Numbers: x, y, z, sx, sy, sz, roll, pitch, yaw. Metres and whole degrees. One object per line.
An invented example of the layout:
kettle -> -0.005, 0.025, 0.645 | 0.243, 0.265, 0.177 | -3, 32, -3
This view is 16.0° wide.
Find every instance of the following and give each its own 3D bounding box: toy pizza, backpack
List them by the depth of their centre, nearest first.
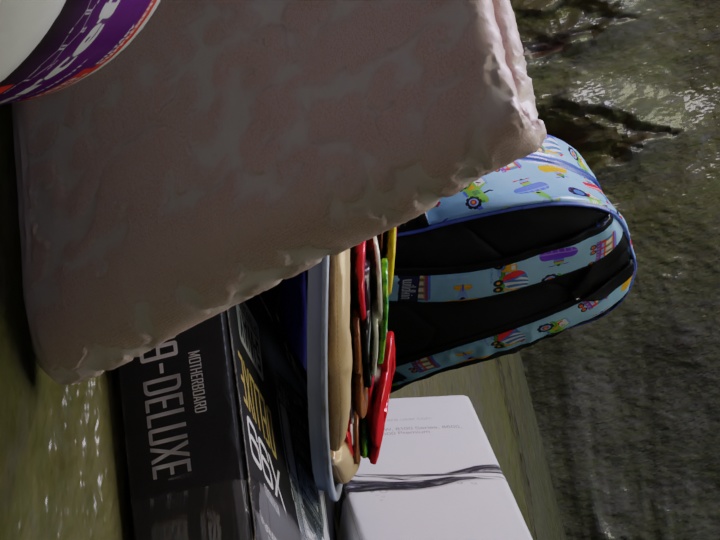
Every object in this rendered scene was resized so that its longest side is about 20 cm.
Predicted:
toy pizza -> 0.000, 0.000, 1.109 | 0.200, 0.032, 0.201 | 2, 90, -87
backpack -> 0.062, -0.025, 1.563 | 0.183, 0.199, 0.135 | 65, 14, -58

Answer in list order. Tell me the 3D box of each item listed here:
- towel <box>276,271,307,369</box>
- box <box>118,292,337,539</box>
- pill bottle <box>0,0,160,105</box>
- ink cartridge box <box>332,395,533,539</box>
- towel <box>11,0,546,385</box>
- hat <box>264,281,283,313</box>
towel -> -0.026, -0.007, 1.320 | 0.200, 0.049, 0.148 | -108, -159, -66
box -> -0.051, 0.085, 1.065 | 0.200, 0.050, 0.158 | 67, 13, -60
pill bottle -> -0.113, -0.093, 0.636 | 0.200, 0.112, 0.113 | -50, 127, -81
ink cartridge box -> 0.030, 0.166, 1.185 | 0.200, 0.084, 0.145 | -112, -159, -63
towel -> -0.043, -0.082, 0.873 | 0.032, 0.200, 0.192 | 26, 45, -50
hat -> -0.056, -0.080, 1.154 | 0.201, 0.081, 0.201 | 12, 90, -87
